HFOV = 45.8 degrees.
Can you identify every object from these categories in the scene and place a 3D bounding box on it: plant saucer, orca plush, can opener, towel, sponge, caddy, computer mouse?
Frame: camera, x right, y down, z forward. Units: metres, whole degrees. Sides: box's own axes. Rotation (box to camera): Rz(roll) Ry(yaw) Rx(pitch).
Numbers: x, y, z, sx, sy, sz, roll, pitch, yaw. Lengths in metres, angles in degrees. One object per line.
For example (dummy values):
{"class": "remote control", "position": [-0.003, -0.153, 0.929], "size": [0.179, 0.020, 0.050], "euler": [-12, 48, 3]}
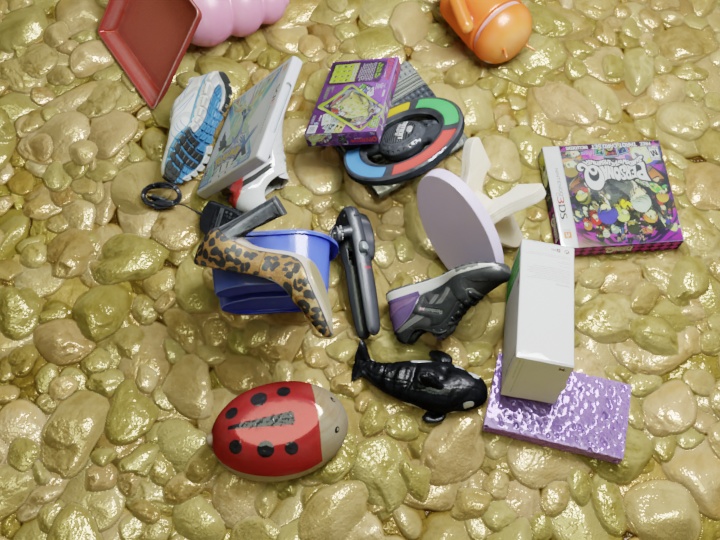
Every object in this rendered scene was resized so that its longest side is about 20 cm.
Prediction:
{"class": "plant saucer", "position": [-0.342, -0.407, 1.403], "size": [0.036, 0.200, 0.201], "euler": [-13, 58, -48]}
{"class": "orca plush", "position": [0.086, 0.143, 1.204], "size": [0.198, 0.071, 0.106], "euler": [26, 67, 10]}
{"class": "can opener", "position": [0.000, 0.000, 1.266], "size": [0.077, 0.063, 0.203], "euler": [0, 68, -25]}
{"class": "towel", "position": [0.051, -0.231, 1.401], "size": [0.198, 0.035, 0.194], "euler": [-31, 73, -17]}
{"class": "sponge", "position": [0.279, 0.194, 1.209], "size": [0.196, 0.030, 0.113], "euler": [13, 65, 6]}
{"class": "caddy", "position": [-0.128, -0.008, 1.230], "size": [0.196, 0.142, 0.107], "euler": [-3, 68, -3]}
{"class": "computer mouse", "position": [-0.253, -0.090, 1.328], "size": [0.197, 0.034, 0.060], "euler": [24, 96, 14]}

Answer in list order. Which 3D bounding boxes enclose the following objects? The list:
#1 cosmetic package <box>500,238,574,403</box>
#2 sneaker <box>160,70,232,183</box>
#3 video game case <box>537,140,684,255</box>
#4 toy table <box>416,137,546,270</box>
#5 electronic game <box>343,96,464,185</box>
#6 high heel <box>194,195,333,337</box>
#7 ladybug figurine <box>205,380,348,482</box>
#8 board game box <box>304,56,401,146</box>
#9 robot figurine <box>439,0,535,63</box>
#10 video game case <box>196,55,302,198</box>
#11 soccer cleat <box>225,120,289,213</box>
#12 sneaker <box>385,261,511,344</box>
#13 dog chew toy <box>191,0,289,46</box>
{"class": "cosmetic package", "position": [0.251, 0.070, 1.202], "size": [0.083, 0.108, 0.202], "euler": [11, 52, 2]}
{"class": "sneaker", "position": [-0.280, -0.230, 1.377], "size": [0.085, 0.075, 0.203], "euler": [8, 66, 32]}
{"class": "video game case", "position": [0.393, -0.116, 1.349], "size": [0.196, 0.036, 0.184], "euler": [-3, 67, -3]}
{"class": "toy table", "position": [0.173, -0.084, 1.266], "size": [0.182, 0.202, 0.117], "euler": [16, 48, 43]}
{"class": "electronic game", "position": [0.064, -0.198, 1.298], "size": [0.197, 0.042, 0.202], "euler": [-19, 37, 15]}
{"class": "high heel", "position": [-0.127, 0.021, 1.128], "size": [0.141, 0.071, 0.202], "euler": [-28, 85, 8]}
{"class": "ladybug figurine", "position": [-0.114, 0.215, 1.166], "size": [0.196, 0.072, 0.138], "euler": [-12, 66, -7]}
{"class": "board game box", "position": [-0.009, -0.271, 1.360], "size": [0.118, 0.033, 0.202], "euler": [-3, 45, 21]}
{"class": "robot figurine", "position": [0.211, -0.435, 1.446], "size": [0.116, 0.144, 0.201], "euler": [-39, 70, 6]}
{"class": "video game case", "position": [-0.172, -0.216, 1.307], "size": [0.022, 0.199, 0.185], "euler": [29, 63, -27]}
{"class": "soccer cleat", "position": [-0.145, -0.176, 1.352], "size": [0.084, 0.069, 0.203], "euler": [22, 67, -4]}
{"class": "sneaker", "position": [0.131, 0.052, 1.217], "size": [0.198, 0.075, 0.089], "euler": [-21, 69, 32]}
{"class": "dog chew toy", "position": [-0.218, -0.451, 1.445], "size": [0.197, 0.125, 0.126], "euler": [-13, 66, -15]}
